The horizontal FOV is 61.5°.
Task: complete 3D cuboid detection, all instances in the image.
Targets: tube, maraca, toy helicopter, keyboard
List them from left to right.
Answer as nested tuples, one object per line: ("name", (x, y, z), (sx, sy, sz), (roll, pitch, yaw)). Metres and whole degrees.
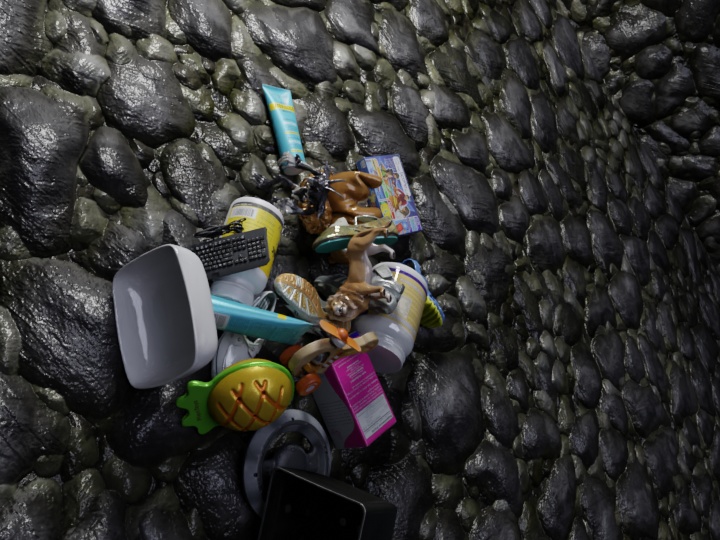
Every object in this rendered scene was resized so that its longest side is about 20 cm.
("keyboard", (-0.258, -0.038, 1.048), (0.040, 0.196, 0.106), (73, 3, -60))
("maraca", (-0.208, 0.216, 1.022), (0.196, 0.107, 0.140), (-12, 121, -14))
("tube", (-0.186, 0.089, 1.041), (0.197, 0.077, 0.051), (18, 56, -23))
("tube", (-0.163, -0.310, 1.320), (0.077, 0.050, 0.204), (2, 69, -49))
("toy helicopter", (-0.041, 0.138, 1.088), (0.197, 0.133, 0.079), (-10, 54, -41))

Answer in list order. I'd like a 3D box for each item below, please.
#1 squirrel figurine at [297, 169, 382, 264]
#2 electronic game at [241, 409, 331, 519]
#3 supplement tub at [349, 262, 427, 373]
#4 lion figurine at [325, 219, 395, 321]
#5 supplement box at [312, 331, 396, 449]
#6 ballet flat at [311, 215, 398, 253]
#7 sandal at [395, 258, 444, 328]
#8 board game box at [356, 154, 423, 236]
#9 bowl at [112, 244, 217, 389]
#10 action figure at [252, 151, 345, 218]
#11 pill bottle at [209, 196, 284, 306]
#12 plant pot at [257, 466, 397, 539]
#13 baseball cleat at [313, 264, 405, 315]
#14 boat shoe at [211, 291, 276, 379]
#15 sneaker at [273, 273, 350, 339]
("squirrel figurine", (-0.055, -0.113, 1.309), (0.196, 0.141, 0.191), (12, 77, -24))
("electronic game", (-0.132, 0.359, 1.109), (0.197, 0.041, 0.205), (9, 76, -42))
("supplement tub", (0.058, 0.102, 1.304), (0.145, 0.144, 0.203), (39, 52, -25))
("lion figurine", (0.000, 0.000, 1.169), (0.072, 0.120, 0.205), (32, 63, -62))
("supplement box", (-0.027, 0.240, 1.207), (0.103, 0.100, 0.204), (-24, 92, -44))
("ballet flat", (-0.014, -0.078, 1.227), (0.196, 0.071, 0.072), (-8, 80, -26))
("sandal", (0.142, 0.049, 1.450), (0.201, 0.079, 0.087), (55, 43, -15))
("board game box", (0.074, -0.182, 1.494), (0.134, 0.034, 0.204), (-14, 85, -45))
("bowl", (-0.301, 0.074, 0.956), (0.074, 0.197, 0.204), (0, 73, -52))
("action figure", (-0.130, -0.158, 1.182), (0.101, 0.197, 0.122), (20, 69, -53))
("pill bottle", (-0.217, -0.024, 1.121), (0.110, 0.110, 0.203), (31, 57, -30))
("plant pot", (-0.046, 0.460, 1.037), (0.176, 0.197, 0.204), (20, 81, -56))
("baseball cleat", (0.001, 0.031, 1.251), (0.107, 0.197, 0.070), (-57, 149, -27))
("boat shoe", (-0.212, 0.119, 1.104), (0.073, 0.066, 0.203), (34, 55, -28))
("sneaker", (-0.110, 0.083, 1.192), (0.199, 0.087, 0.077), (40, 41, -33))
